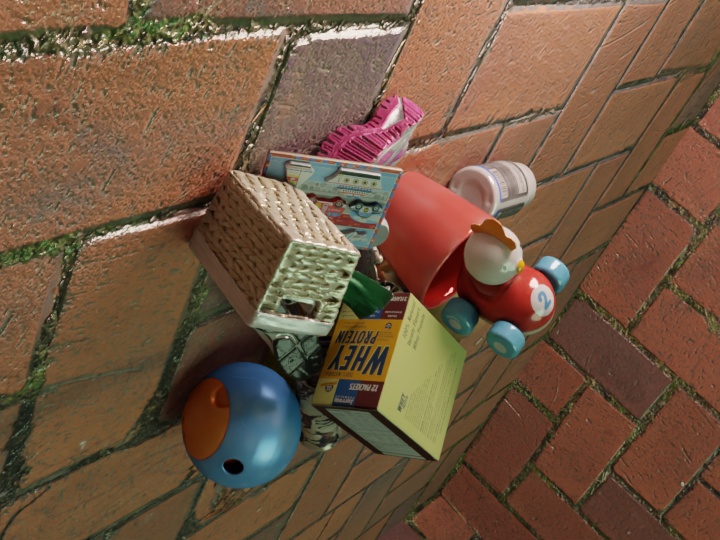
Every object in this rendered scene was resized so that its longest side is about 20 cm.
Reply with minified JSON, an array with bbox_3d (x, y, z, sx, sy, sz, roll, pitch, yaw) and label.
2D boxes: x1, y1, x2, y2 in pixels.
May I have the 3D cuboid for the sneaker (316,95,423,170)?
[{"bbox_3d":[0.013,-0.171,1.355,0.199,0.081,0.089,-35,154,-29],"label":"sneaker"}]

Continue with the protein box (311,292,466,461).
[{"bbox_3d":[0.051,0.172,1.497,0.200,0.133,0.201,44,55,-43],"label":"protein box"}]

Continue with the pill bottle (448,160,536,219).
[{"bbox_3d":[0.265,-0.158,1.827,0.199,0.114,0.115,-17,144,-53],"label":"pill bottle"}]

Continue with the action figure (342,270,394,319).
[{"bbox_3d":[-0.052,-0.004,1.393,0.118,0.198,0.055,-40,-158,53],"label":"action figure"}]

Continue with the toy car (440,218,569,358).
[{"bbox_3d":[0.232,-0.001,1.489,0.185,0.175,0.201,-50,149,-25],"label":"toy car"}]

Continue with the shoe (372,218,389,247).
[{"bbox_3d":[-0.051,-0.098,1.380,0.197,0.092,0.072,12,132,-32],"label":"shoe"}]

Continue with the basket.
[{"bbox_3d":[-0.110,-0.026,1.180,0.134,0.200,0.125,10,115,-42],"label":"basket"}]

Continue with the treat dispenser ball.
[{"bbox_3d":[-0.195,0.253,1.518,0.200,0.201,0.202,-39,158,-20],"label":"treat dispenser ball"}]

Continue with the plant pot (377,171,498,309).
[{"bbox_3d":[0.115,-0.063,1.608,0.200,0.177,0.202,-39,157,-20],"label":"plant pot"}]

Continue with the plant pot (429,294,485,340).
[{"bbox_3d":[0.164,0.016,1.880,0.186,0.186,0.201,-43,144,-10],"label":"plant pot"}]

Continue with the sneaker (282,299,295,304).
[{"bbox_3d":[-0.074,-0.011,1.478,0.199,0.081,0.084,-36,173,-16],"label":"sneaker"}]

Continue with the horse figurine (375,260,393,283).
[{"bbox_3d":[0.115,-0.040,1.758,0.202,0.131,0.050,-64,168,13],"label":"horse figurine"}]

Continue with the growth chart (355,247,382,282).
[{"bbox_3d":[0.000,0.000,1.564,0.017,0.146,0.202,-12,144,-17],"label":"growth chart"}]

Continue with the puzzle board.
[{"bbox_3d":[-0.053,-0.093,1.301,0.196,0.018,0.152,5,133,-22],"label":"puzzle board"}]

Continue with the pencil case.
[{"bbox_3d":[-0.067,0.227,1.581,0.088,0.079,0.202,-5,137,-8],"label":"pencil case"}]

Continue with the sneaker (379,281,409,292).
[{"bbox_3d":[0.030,0.064,1.667,0.088,0.198,0.080,20,79,-38],"label":"sneaker"}]

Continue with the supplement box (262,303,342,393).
[{"bbox_3d":[-0.084,0.145,1.631,0.108,0.110,0.202,0,134,-31],"label":"supplement box"}]

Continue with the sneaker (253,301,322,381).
[{"bbox_3d":[-0.133,0.076,1.416,0.075,0.115,0.202,-39,125,-7],"label":"sneaker"}]
